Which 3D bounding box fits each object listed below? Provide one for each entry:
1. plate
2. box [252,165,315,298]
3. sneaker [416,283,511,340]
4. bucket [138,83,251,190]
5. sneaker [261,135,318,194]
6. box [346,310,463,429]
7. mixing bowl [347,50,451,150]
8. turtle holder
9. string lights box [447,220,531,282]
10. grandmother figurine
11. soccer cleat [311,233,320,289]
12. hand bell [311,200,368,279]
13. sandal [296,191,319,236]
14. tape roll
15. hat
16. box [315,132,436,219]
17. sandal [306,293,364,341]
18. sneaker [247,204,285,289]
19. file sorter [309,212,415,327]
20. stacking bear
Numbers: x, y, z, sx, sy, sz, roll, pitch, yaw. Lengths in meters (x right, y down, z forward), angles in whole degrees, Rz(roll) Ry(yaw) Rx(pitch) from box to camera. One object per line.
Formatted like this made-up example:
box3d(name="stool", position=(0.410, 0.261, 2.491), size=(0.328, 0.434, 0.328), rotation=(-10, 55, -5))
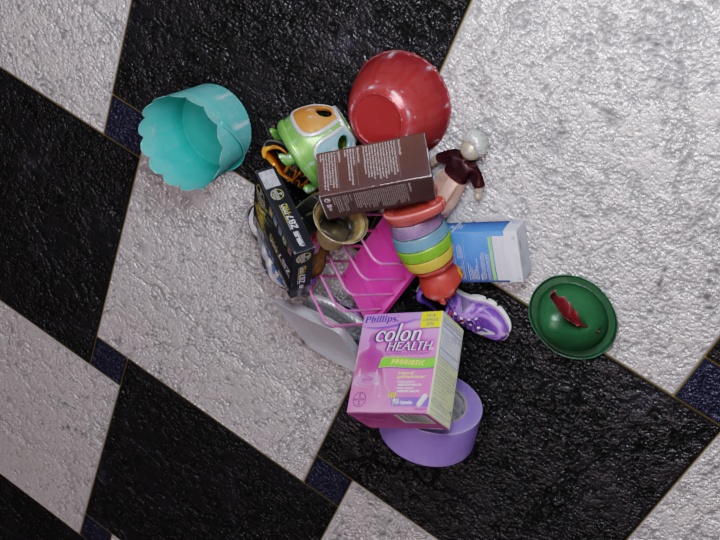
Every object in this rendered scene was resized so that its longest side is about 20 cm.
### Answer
box3d(name="plate", position=(-0.071, 0.137, 1.850), size=(0.199, 0.032, 0.200), rotation=(23, 158, 38))
box3d(name="box", position=(-0.149, -0.073, 1.696), size=(0.162, 0.049, 0.201), rotation=(101, 146, -58))
box3d(name="sneaker", position=(0.194, 0.085, 1.719), size=(0.199, 0.083, 0.081), rotation=(27, 124, 13))
box3d(name="bucket", position=(-0.327, -0.273, 1.791), size=(0.205, 0.135, 0.209), rotation=(13, 119, 24))
box3d(name="sneaker", position=(-0.116, -0.193, 1.753), size=(0.199, 0.077, 0.079), rotation=(39, 125, 5))
box3d(name="box", position=(0.086, 0.189, 1.676), size=(0.174, 0.202, 0.097), rotation=(-4, 152, 32))
box3d(name="mixing bowl", position=(0.052, -0.284, 1.597), size=(0.198, 0.108, 0.202), rotation=(13, 120, 23))
box3d(name="turtle holder", position=(-0.069, -0.221, 1.647), size=(0.131, 0.141, 0.186), rotation=(-33, 112, 8))
box3d(name="string lights box", position=(0.212, -0.034, 1.664), size=(0.198, 0.059, 0.104), rotation=(0, 113, 29))
box3d(name="grandmother figurine", position=(0.175, -0.171, 1.618), size=(0.121, 0.061, 0.201), rotation=(30, 128, 2))
box3d(name="soccer cleat", position=(-0.108, -0.045, 1.806), size=(0.066, 0.077, 0.202), rotation=(13, 109, 8))
box3d(name="hand bell", position=(-0.065, -0.042, 1.655), size=(0.104, 0.104, 0.200), rotation=(39, 144, 5))
box3d(name="sandal", position=(-0.080, -0.115, 1.706), size=(0.200, 0.057, 0.080), rotation=(-14, 114, 53))
box3d(name="tape roll", position=(0.140, 0.292, 1.779), size=(0.198, 0.200, 0.086), rotation=(21, 123, 18))
box3d(name="hat", position=(0.353, 0.111, 1.585), size=(0.165, 0.176, 0.201), rotation=(-28, 99, 36))
box3d(name="box", position=(0.027, -0.165, 1.547), size=(0.198, 0.101, 0.075), rotation=(-10, 147, 8))
box3d(name="sandal", position=(-0.021, 0.101, 1.869), size=(0.201, 0.050, 0.083), rotation=(29, 140, -3))
box3d(name="sneaker", position=(-0.166, -0.048, 1.853), size=(0.076, 0.076, 0.201), rotation=(-12, 112, 30))
box3d(name="file sorter", position=(0.000, 0.000, 1.724), size=(0.200, 0.125, 0.140), rotation=(-54, 53, 36))
box3d(name="stacking bear", position=(0.125, -0.036, 1.611), size=(0.113, 0.122, 0.201), rotation=(-22, 114, 2))
